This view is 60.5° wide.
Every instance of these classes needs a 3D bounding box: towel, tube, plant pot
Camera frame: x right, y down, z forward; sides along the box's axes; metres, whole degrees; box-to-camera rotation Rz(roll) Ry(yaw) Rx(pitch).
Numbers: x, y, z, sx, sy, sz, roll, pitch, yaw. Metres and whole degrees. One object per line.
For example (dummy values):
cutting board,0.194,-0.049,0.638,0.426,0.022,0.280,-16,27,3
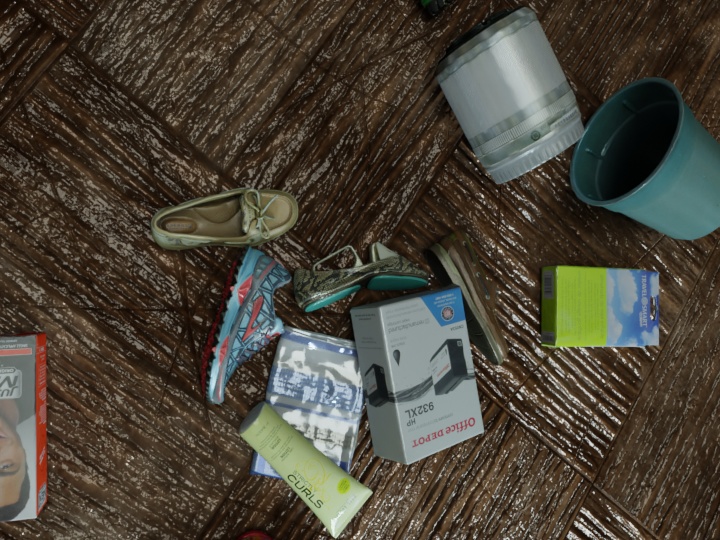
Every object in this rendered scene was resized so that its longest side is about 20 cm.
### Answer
towel,-0.062,0.187,0.844,0.143,0.024,0.207,15,83,-16
tube,-0.073,0.256,0.806,0.201,0.057,0.052,48,32,-13
plant pot,0.465,-0.154,0.952,0.192,0.199,0.206,23,81,-22

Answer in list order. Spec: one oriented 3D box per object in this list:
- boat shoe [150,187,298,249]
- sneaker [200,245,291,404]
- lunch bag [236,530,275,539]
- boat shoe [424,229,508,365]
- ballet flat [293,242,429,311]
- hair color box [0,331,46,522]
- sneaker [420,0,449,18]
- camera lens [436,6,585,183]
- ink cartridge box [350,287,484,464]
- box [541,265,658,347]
boat shoe,-0.171,-0.065,0.800,0.194,0.062,0.076,-14,91,-18
sneaker,-0.143,0.077,0.795,0.093,0.079,0.206,20,82,-18
lunch bag,-0.115,0.458,0.783,0.198,0.082,0.178,39,78,-13
boat shoe,0.172,0.038,0.901,0.067,0.072,0.204,-31,97,-15
ballet flat,0.000,0.000,0.856,0.194,0.068,0.078,-11,75,-16
hair color box,-0.418,0.177,0.710,0.098,0.061,0.208,-1,88,-19
sneaker,0.149,-0.476,0.915,0.085,0.078,0.201,44,76,-10
camera lens,0.211,-0.251,0.881,0.158,0.159,0.204,-32,97,-16
ink cartridge box,0.079,0.138,0.847,0.141,0.083,0.207,-10,91,-32
box,0.381,0.058,0.980,0.193,0.047,0.127,2,87,-18
